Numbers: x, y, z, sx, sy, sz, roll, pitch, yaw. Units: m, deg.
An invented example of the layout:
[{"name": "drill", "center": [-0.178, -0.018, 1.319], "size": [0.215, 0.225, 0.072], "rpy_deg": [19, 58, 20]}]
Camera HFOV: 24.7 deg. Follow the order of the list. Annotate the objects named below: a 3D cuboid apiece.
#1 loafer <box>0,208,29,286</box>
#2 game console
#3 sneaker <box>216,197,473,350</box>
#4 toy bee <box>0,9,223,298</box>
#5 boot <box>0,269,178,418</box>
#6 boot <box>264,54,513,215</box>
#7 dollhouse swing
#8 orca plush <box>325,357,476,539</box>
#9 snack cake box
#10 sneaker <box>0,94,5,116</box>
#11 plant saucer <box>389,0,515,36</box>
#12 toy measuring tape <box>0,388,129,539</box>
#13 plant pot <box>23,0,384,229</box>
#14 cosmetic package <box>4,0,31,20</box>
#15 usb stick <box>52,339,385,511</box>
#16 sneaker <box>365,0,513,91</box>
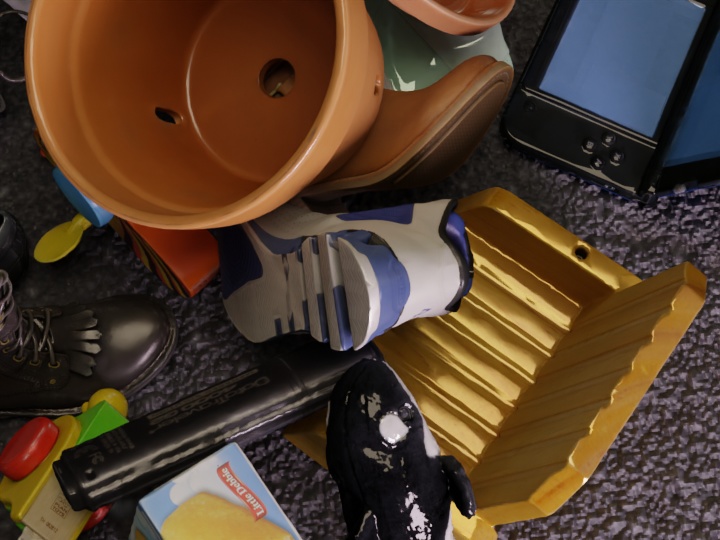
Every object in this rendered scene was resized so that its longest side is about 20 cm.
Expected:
[{"name": "loafer", "center": [-0.298, 0.019, 1.010], "size": [0.200, 0.070, 0.068], "rpy_deg": [-31, 73, -15]}, {"name": "game console", "center": [0.209, -0.156, 1.091], "size": [0.170, 0.118, 0.201], "rpy_deg": [24, 68, 5]}, {"name": "sneaker", "center": [0.000, 0.000, 0.965], "size": [0.115, 0.199, 0.081], "rpy_deg": [-9, 102, -30]}, {"name": "toy bee", "center": [-0.162, -0.073, 1.052], "size": [0.130, 0.109, 0.201], "rpy_deg": [-20, 96, -19]}, {"name": "boot", "center": [-0.205, 0.036, 0.954], "size": [0.199, 0.174, 0.070], "rpy_deg": [-16, 70, -10]}, {"name": "boot", "center": [-0.012, -0.107, 1.047], "size": [0.200, 0.077, 0.156], "rpy_deg": [-43, 71, 25]}, {"name": "dollhouse swing", "center": [0.075, 0.043, 0.972], "size": [0.181, 0.176, 0.200], "rpy_deg": [35, 71, 9]}, {"name": "orca plush", "center": [0.003, 0.151, 0.921], "size": [0.105, 0.201, 0.071], "rpy_deg": [27, 42, 31]}, {"name": "snack cake box", "center": [-0.049, 0.208, 0.921], "size": [0.067, 0.115, 0.200], "rpy_deg": [-31, 76, -23]}, {"name": "sneaker", "center": [-0.291, -0.096, 1.052], "size": [0.113, 0.076, 0.201], "rpy_deg": [3, 66, 0]}, {"name": "plant saucer", "center": [0.023, -0.233, 1.029], "size": [0.200, 0.032, 0.201], "rpy_deg": [32, 41, -33]}, {"name": "toy measuring tape", "center": [-0.196, 0.150, 0.957], "size": [0.073, 0.074, 0.200], "rpy_deg": [26, 57, 6]}, {"name": "plant pot", "center": [-0.073, -0.119, 0.952], "size": [0.199, 0.140, 0.201], "rpy_deg": [-1, 86, 22]}, {"name": "cosmetic package", "center": [-0.135, -0.259, 1.040], "size": [0.199, 0.167, 0.167], "rpy_deg": [-19, 66, 19]}, {"name": "usb stick", "center": [-0.078, 0.085, 0.945], "size": [0.199, 0.055, 0.033], "rpy_deg": [-23, 116, -15]}, {"name": "sneaker", "center": [0.027, -0.194, 1.115], "size": [0.118, 0.074, 0.201], "rpy_deg": [-26, 81, -8]}]
